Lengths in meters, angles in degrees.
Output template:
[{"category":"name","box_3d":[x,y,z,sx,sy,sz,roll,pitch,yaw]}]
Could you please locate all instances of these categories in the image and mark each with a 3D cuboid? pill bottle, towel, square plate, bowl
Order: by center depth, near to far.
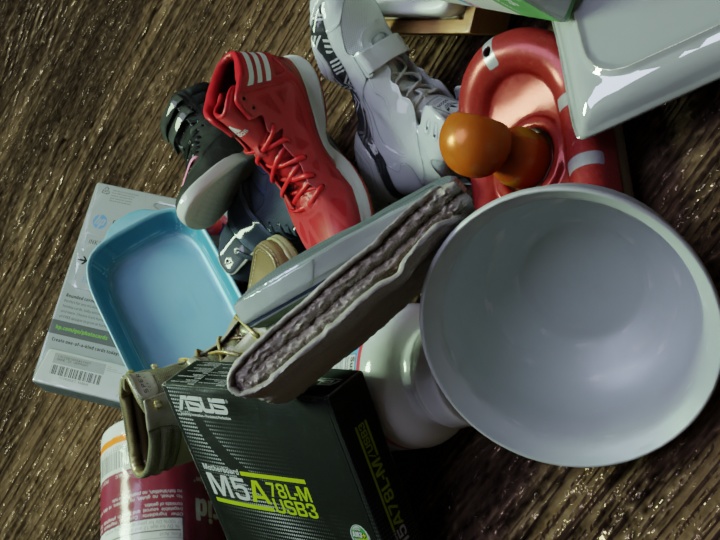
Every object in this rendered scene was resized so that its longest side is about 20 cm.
[{"category":"bowl","box_3d":[0.143,0.022,1.045,0.201,0.201,0.091,-48,6,29]},{"category":"towel","box_3d":[0.001,0.021,1.062,0.200,0.133,0.035,-41,78,2]},{"category":"square plate","box_3d":[0.215,-0.212,1.087,0.199,0.028,0.200,-23,57,24]},{"category":"pill bottle","box_3d":[0.018,0.084,1.209,0.199,0.108,0.110,-13,67,49]},{"category":"pill bottle","box_3d":[-0.172,0.239,1.388,0.114,0.113,0.202,-30,55,42]}]

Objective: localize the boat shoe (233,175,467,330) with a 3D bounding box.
[{"category":"boat shoe","box_3d":[0.000,0.000,1.189,0.199,0.062,0.072,-28,7,6]}]

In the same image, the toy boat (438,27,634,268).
[{"category":"toy boat","box_3d":[0.111,-0.084,1.136,0.130,0.130,0.202,-31,54,41]}]

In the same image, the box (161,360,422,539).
[{"category":"box","box_3d":[-0.047,0.165,1.211,0.199,0.047,0.195,1,120,46]}]

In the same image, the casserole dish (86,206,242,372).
[{"category":"casserole dish","box_3d":[-0.166,0.037,1.419,0.120,0.039,0.201,-29,70,-3]}]

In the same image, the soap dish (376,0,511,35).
[{"category":"soap dish","box_3d":[0.058,-0.268,1.314,0.199,0.081,0.159,11,86,53]}]

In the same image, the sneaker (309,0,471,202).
[{"category":"sneaker","box_3d":[0.037,-0.151,1.252,0.114,0.075,0.202,0,117,42]}]

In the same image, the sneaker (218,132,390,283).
[{"category":"sneaker","box_3d":[-0.049,-0.026,1.364,0.147,0.076,0.203,-59,43,24]}]

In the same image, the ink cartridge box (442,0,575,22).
[{"category":"ink cartridge box","box_3d":[0.084,-0.273,1.149,0.199,0.087,0.147,24,94,53]}]

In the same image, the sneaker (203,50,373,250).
[{"category":"sneaker","box_3d":[-0.068,-0.084,1.245,0.078,0.115,0.201,-39,64,33]}]

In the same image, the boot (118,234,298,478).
[{"category":"boot","box_3d":[-0.121,0.074,1.308,0.072,0.153,0.202,39,130,51]}]

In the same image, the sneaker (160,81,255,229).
[{"category":"sneaker","box_3d":[-0.149,-0.106,1.418,0.071,0.099,0.200,-62,-3,31]}]

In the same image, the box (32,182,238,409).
[{"category":"box","box_3d":[-0.201,0.030,1.468,0.154,0.041,0.202,11,74,12]}]
